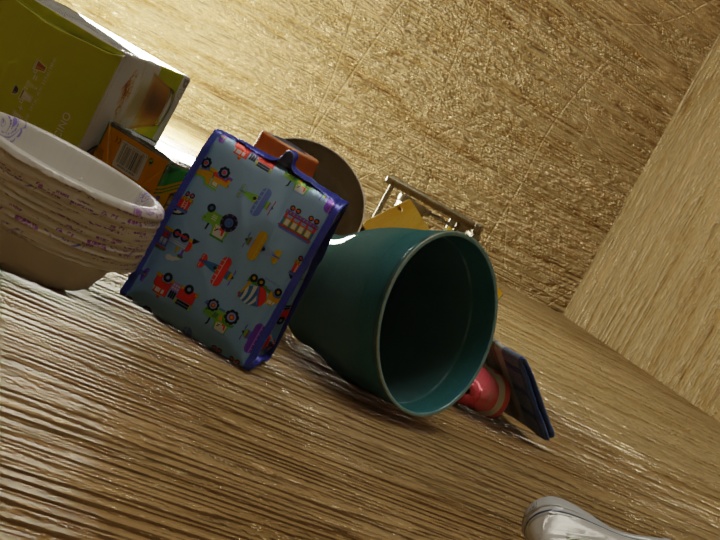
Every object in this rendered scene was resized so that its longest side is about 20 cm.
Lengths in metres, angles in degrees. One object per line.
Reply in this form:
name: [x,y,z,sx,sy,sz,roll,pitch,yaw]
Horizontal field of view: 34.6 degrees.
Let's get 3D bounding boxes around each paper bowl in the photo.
paper bowl: [-0.284,-0.056,1.036,0.199,0.105,0.201,28,6,-3]

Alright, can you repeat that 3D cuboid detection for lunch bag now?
lunch bag: [-0.116,-0.030,1.131,0.149,0.202,0.094,30,7,6]

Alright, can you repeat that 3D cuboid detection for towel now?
towel: [0.185,0.137,1.571,0.200,0.024,0.148,33,-29,57]

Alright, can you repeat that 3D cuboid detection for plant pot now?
plant pot: [0.022,0.040,1.298,0.187,0.203,0.199,15,-5,43]
plant pot: [-0.104,-0.078,1.746,0.199,0.202,0.135,29,-30,-2]

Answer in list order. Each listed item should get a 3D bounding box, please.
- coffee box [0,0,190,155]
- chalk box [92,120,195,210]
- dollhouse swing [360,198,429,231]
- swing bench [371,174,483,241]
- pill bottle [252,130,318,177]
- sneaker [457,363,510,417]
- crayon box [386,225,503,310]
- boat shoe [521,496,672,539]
coffee box: [-0.362,-0.203,1.386,0.199,0.201,0.198,31,8,11]
chalk box: [-0.217,-0.069,1.348,0.124,0.125,0.199,32,6,35]
dollhouse swing: [0.052,0.025,1.828,0.181,0.175,0.201,-28,84,-46]
swing bench: [0.091,-0.038,2.079,0.198,0.201,0.130,29,6,1]
pill bottle: [-0.120,-0.046,1.235,0.105,0.202,0.106,28,7,-4]
sneaker: [0.111,0.119,1.537,0.199,0.074,0.086,35,10,40]
crayon box: [0.091,0.043,1.488,0.119,0.058,0.200,51,44,-3]
boat shoe: [0.229,0.268,1.008,0.198,0.074,0.067,22,26,-7]
